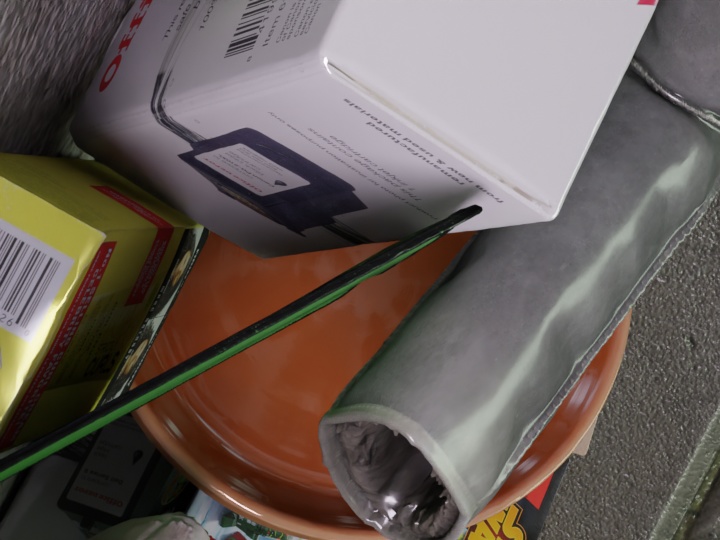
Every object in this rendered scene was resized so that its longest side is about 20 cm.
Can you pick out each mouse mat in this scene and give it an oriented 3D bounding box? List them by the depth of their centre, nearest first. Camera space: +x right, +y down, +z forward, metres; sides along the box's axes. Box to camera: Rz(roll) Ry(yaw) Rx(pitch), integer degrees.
[{"bbox_3d":[-0.053,0.030,0.719,0.160,0.008,0.200,-29,178,-13],"label":"mouse mat"}]

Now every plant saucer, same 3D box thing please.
[{"bbox_3d":[0.000,0.000,0.922,0.201,0.200,0.032,-63,-174,-15],"label":"plant saucer"}]

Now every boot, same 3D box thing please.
[{"bbox_3d":[0.067,-0.024,0.742,0.200,0.073,0.182,-41,157,-22],"label":"boot"}]

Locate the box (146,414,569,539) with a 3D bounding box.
[{"bbox_3d":[-0.009,0.107,0.950,0.040,0.137,0.200,-30,-155,46],"label":"box"}]

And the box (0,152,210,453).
[{"bbox_3d":[-0.095,0.006,0.773,0.076,0.050,0.200,-62,176,3],"label":"box"}]

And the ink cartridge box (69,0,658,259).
[{"bbox_3d":[0.008,-0.089,0.754,0.145,0.084,0.200,-64,-159,-15],"label":"ink cartridge box"}]

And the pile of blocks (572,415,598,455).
[{"bbox_3d":[0.032,-0.017,0.992,0.082,0.201,0.062,-23,-175,-8],"label":"pile of blocks"}]

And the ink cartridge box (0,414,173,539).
[{"bbox_3d":[-0.095,0.101,1.121,0.146,0.084,0.201,102,14,-67],"label":"ink cartridge box"}]

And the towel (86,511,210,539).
[{"bbox_3d":[-0.142,0.181,0.834,0.191,0.032,0.200,-30,-154,48],"label":"towel"}]
